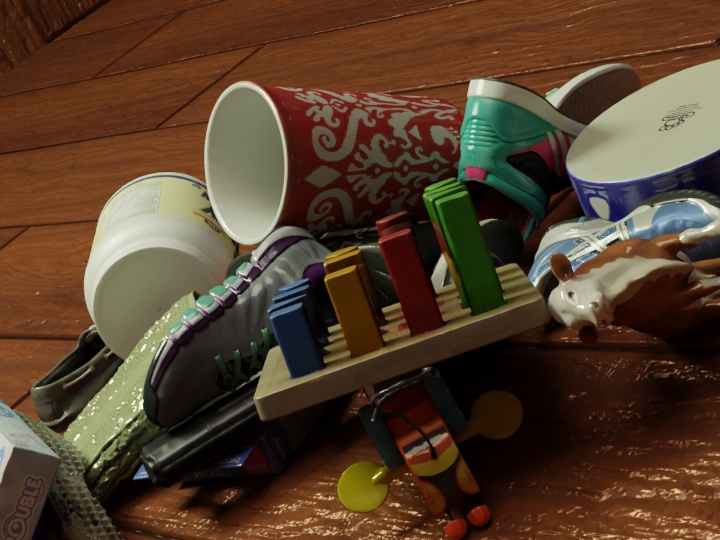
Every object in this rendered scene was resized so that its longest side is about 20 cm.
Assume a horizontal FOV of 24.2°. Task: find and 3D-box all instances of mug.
[{"bbox_3d":[-0.024,-0.106,1.441,0.200,0.133,0.178,-4,38,-34],"label":"mug"}]

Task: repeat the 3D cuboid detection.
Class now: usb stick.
[{"bbox_3d":[-0.081,0.104,1.302,0.200,0.033,0.055,-31,15,-14],"label":"usb stick"}]

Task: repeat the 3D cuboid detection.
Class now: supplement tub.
[{"bbox_3d":[-0.189,0.000,1.617,0.145,0.145,0.200,-26,21,6],"label":"supplement tub"}]

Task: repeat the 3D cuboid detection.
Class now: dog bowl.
[{"bbox_3d":[0.269,-0.091,1.352,0.200,0.079,0.200,-25,21,10],"label":"dog bowl"}]

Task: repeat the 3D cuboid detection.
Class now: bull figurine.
[{"bbox_3d":[0.203,0.009,1.127,0.121,0.065,0.200,-16,-9,22],"label":"bull figurine"}]

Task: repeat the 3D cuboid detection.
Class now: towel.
[{"bbox_3d":[-0.194,0.114,1.431,0.200,0.036,0.148,-50,19,7],"label":"towel"}]

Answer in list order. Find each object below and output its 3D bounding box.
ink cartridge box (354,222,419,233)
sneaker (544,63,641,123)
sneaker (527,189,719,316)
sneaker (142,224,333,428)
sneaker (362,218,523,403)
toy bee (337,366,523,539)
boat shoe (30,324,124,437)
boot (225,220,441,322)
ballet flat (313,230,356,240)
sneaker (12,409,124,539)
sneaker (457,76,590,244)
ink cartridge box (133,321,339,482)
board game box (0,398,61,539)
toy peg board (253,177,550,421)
[{"bbox_3d":[-0.041,0.010,1.543,0.200,0.050,0.109,-32,21,-10],"label":"ink cartridge box"},{"bbox_3d":[0.164,-0.140,1.593,0.200,0.074,0.118,-36,29,-13],"label":"sneaker"},{"bbox_3d":[0.205,-0.003,1.256,0.200,0.076,0.077,-19,27,48],"label":"sneaker"},{"bbox_3d":[-0.081,0.050,1.297,0.088,0.074,0.200,27,65,30],"label":"sneaker"},{"bbox_3d":[0.090,0.039,1.312,0.088,0.076,0.200,8,46,40],"label":"sneaker"},{"bbox_3d":[0.042,0.129,1.131,0.131,0.109,0.200,-30,-5,20],"label":"toy bee"},{"bbox_3d":[-0.258,0.085,1.632,0.067,0.057,0.200,-17,24,27],"label":"boat shoe"},{"bbox_3d":[0.001,0.001,1.435,0.204,0.074,0.154,-6,6,41],"label":"boot"},{"bbox_3d":[-0.014,-0.062,1.544,0.064,0.067,0.200,23,50,31],"label":"ballet flat"},{"bbox_3d":[-0.262,0.193,1.326,0.100,0.070,0.200,-48,39,6],"label":"sneaker"},{"bbox_3d":[0.149,-0.076,1.425,0.084,0.200,0.121,11,82,45],"label":"sneaker"},{"bbox_3d":[-0.088,0.115,1.376,0.119,0.042,0.200,-10,25,34],"label":"ink cartridge box"},{"bbox_3d":[-0.304,0.206,1.282,0.199,0.043,0.200,22,91,64],"label":"board game box"},{"bbox_3d":[0.014,0.010,1.175,0.199,0.098,0.200,-19,6,2],"label":"toy peg board"}]
